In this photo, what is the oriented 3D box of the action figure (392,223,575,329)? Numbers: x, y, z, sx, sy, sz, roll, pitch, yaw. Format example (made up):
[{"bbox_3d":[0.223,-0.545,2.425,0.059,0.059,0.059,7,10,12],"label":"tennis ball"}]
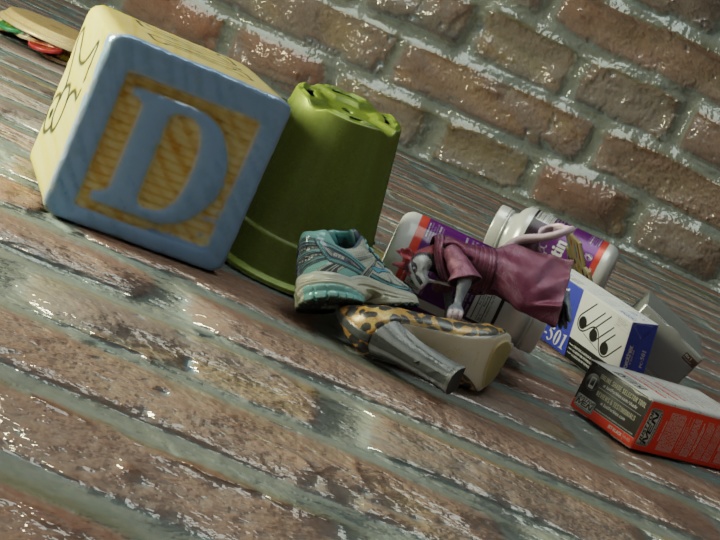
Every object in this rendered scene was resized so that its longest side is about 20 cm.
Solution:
[{"bbox_3d":[0.133,-0.004,1.543,0.199,0.150,0.134,16,-3,-13],"label":"action figure"}]

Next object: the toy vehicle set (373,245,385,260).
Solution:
[{"bbox_3d":[-0.041,-0.028,1.785,0.199,0.027,0.124,15,14,-45],"label":"toy vehicle set"}]

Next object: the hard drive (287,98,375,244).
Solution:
[{"bbox_3d":[-0.044,-0.132,1.919,0.042,0.201,0.135,-24,23,-14],"label":"hard drive"}]

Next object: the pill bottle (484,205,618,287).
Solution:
[{"bbox_3d":[0.299,-0.026,2.295,0.199,0.113,0.112,26,10,11],"label":"pill bottle"}]

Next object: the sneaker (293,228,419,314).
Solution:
[{"bbox_3d":[0.000,0.000,1.476,0.077,0.087,0.200,-11,-11,25],"label":"sneaker"}]

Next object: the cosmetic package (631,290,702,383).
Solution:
[{"bbox_3d":[0.395,0.097,1.945,0.107,0.090,0.200,46,15,7],"label":"cosmetic package"}]

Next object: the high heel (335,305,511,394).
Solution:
[{"bbox_3d":[0.068,0.062,1.447,0.142,0.072,0.200,29,16,21],"label":"high heel"}]

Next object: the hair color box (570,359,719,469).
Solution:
[{"bbox_3d":[0.336,0.162,1.597,0.199,0.061,0.101,18,12,-40],"label":"hair color box"}]

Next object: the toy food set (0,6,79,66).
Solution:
[{"bbox_3d":[-0.527,-0.393,2.462,0.199,0.049,0.198,18,12,-35],"label":"toy food set"}]

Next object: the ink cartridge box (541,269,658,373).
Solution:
[{"bbox_3d":[0.294,0.073,1.849,0.044,0.095,0.200,6,17,-27],"label":"ink cartridge box"}]

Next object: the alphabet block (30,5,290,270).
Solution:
[{"bbox_3d":[-0.211,-0.139,1.484,0.196,0.196,0.200,22,11,-22],"label":"alphabet block"}]

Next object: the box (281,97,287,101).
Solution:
[{"bbox_3d":[-0.160,-0.163,1.843,0.124,0.149,0.200,14,14,-41],"label":"box"}]

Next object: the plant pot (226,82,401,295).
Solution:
[{"bbox_3d":[-0.045,-0.093,1.563,0.199,0.191,0.200,21,19,-8],"label":"plant pot"}]

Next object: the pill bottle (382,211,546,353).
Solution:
[{"bbox_3d":[0.120,0.020,1.671,0.199,0.113,0.112,25,10,0],"label":"pill bottle"}]

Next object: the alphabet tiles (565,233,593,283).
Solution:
[{"bbox_3d":[0.310,0.030,2.003,0.006,0.167,0.200,-13,11,2],"label":"alphabet tiles"}]
